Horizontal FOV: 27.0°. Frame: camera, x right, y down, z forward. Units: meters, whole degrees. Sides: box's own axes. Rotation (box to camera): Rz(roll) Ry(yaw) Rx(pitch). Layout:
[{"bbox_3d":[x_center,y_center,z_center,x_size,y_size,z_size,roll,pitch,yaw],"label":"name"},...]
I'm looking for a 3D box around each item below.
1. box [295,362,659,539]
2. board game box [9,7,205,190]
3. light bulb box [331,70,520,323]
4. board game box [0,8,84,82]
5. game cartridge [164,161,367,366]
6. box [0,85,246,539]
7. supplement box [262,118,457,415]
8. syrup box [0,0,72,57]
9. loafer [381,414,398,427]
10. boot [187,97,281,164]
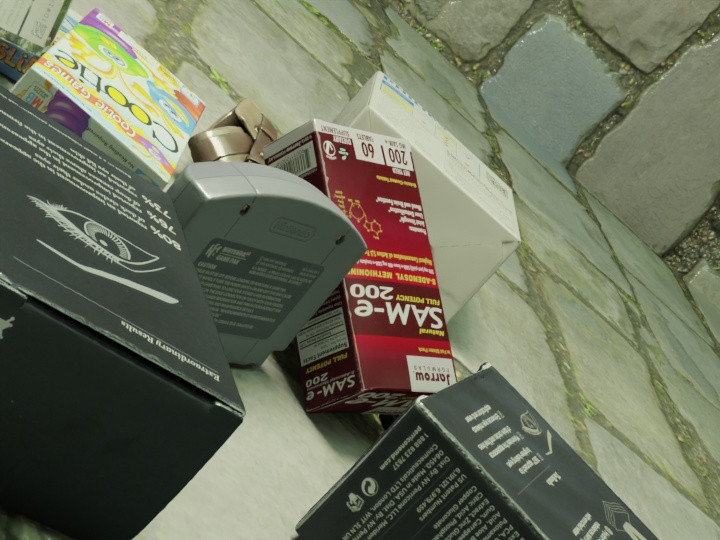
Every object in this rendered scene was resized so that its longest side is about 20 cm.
[{"bbox_3d":[0.090,0.177,0.932,0.200,0.118,0.196,46,15,11],"label":"box"},{"bbox_3d":[-0.176,-0.078,0.943,0.105,0.103,0.200,40,15,-13],"label":"board game box"},{"bbox_3d":[0.046,-0.074,1.476,0.198,0.125,0.200,41,14,-8],"label":"light bulb box"},{"bbox_3d":[-0.233,-0.168,1.168,0.199,0.034,0.136,33,18,-35],"label":"board game box"},{"bbox_3d":[-0.078,-0.003,0.943,0.041,0.133,0.200,50,15,24],"label":"game cartridge"},{"bbox_3d":[-0.159,0.015,0.734,0.148,0.104,0.201,34,18,-34],"label":"box"},{"bbox_3d":[0.000,0.000,1.085,0.108,0.061,0.202,6,67,-47],"label":"supplement box"},{"bbox_3d":[-0.287,-0.232,1.022,0.198,0.079,0.082,25,23,-15],"label":"syrup box"},{"bbox_3d":[0.036,0.062,1.190,0.068,0.070,0.201,33,18,-35],"label":"loafer"},{"bbox_3d":[-0.065,-0.079,1.267,0.147,0.070,0.200,56,25,-3],"label":"boot"}]
